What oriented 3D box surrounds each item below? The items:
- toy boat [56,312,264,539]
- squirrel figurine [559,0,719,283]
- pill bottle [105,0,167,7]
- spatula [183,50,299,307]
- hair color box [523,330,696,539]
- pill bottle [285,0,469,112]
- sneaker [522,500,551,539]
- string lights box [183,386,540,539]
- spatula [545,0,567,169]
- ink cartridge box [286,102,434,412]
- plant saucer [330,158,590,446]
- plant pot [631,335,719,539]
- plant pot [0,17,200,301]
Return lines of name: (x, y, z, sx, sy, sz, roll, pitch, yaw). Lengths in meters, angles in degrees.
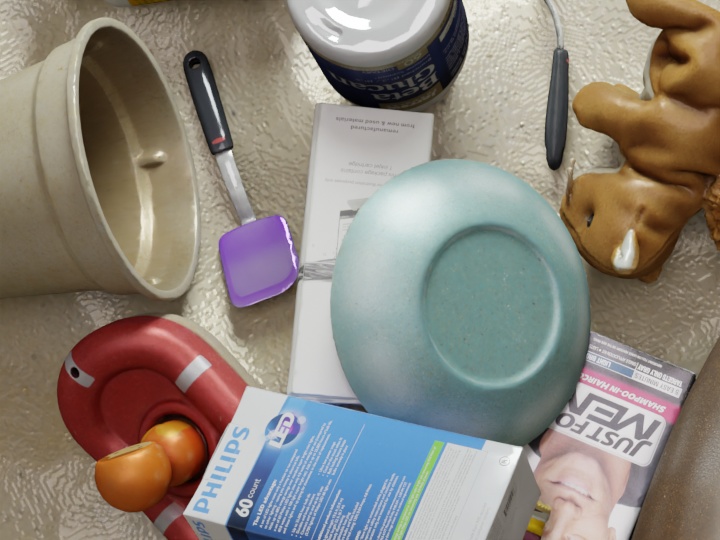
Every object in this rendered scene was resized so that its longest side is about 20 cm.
toy boat: (-0.134, 0.125, 1.444, 0.200, 0.131, 0.131, 46, 119, 13)
squirrel figurine: (0.234, -0.069, 1.442, 0.200, 0.142, 0.187, 26, 91, 14)
pill bottle: (-0.137, -0.249, 1.539, 0.199, 0.104, 0.105, -8, 79, 7)
spatula: (-0.094, -0.071, 1.543, 0.056, 0.021, 0.201, -20, 77, 6)
hair color box: (0.149, 0.147, 1.451, 0.100, 0.061, 0.201, 22, 84, 12)
pill bottle: (0.017, -0.170, 1.454, 0.111, 0.200, 0.111, -1, 80, 8)
sneaker: (0.034, 0.177, 1.416, 0.200, 0.075, 0.090, 6, 72, 47)
string lights box: (0.001, 0.147, 1.331, 0.199, 0.059, 0.103, 11, 59, 27)
spatula: (0.137, -0.172, 1.515, 0.020, 0.057, 0.201, -4, 83, 11)
ink cartridge box: (0.000, 0.000, 1.452, 0.083, 0.147, 0.201, 5, 82, 0)
plant saucer: (0.077, 0.024, 1.377, 0.200, 0.039, 0.202, 4, 82, -28)
plant pot: (0.272, 0.140, 1.388, 0.186, 0.187, 0.201, 7, 67, 9)
plant pot: (-0.236, -0.058, 1.487, 0.183, 0.200, 0.201, -13, 78, 16)
